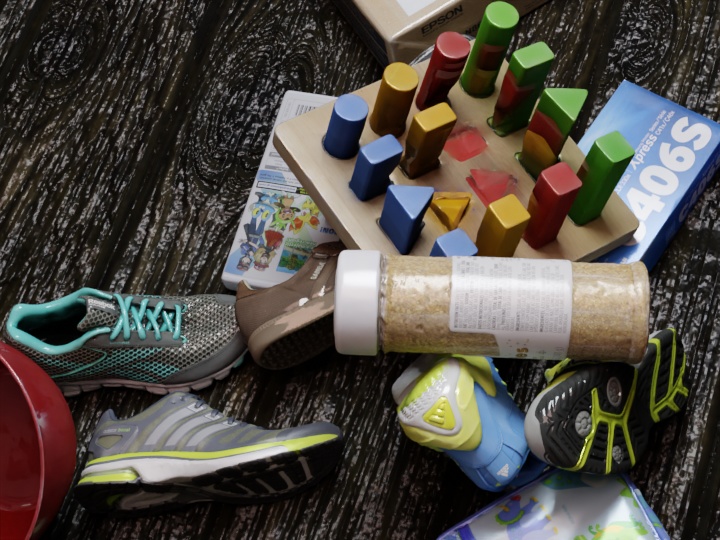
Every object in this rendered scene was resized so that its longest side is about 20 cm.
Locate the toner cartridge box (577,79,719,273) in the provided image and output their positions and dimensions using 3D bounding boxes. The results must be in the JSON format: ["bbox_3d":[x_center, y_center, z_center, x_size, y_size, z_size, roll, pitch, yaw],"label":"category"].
[{"bbox_3d":[0.190,-0.044,1.178,0.095,0.043,0.200,28,71,24],"label":"toner cartridge box"}]

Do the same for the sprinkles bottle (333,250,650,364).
[{"bbox_3d":[0.083,0.024,0.998,0.200,0.068,0.068,2,62,2],"label":"sprinkles bottle"}]

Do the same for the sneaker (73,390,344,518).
[{"bbox_3d":[-0.111,0.125,1.132,0.200,0.074,0.081,-6,58,6],"label":"sneaker"}]

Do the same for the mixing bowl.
[{"bbox_3d":[-0.281,0.130,1.119,0.200,0.108,0.201,1,92,24],"label":"mixing bowl"}]

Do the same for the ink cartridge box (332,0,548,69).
[{"bbox_3d":[0.071,-0.274,1.307,0.200,0.075,0.165,-32,62,-6],"label":"ink cartridge box"}]

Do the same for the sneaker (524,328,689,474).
[{"bbox_3d":[0.157,0.092,1.053,0.076,0.200,0.076,-7,95,34],"label":"sneaker"}]

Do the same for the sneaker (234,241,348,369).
[{"bbox_3d":[0.000,0.000,1.149,0.200,0.070,0.076,-23,57,-8],"label":"sneaker"}]

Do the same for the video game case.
[{"bbox_3d":[0.009,-0.051,1.230,0.200,0.022,0.183,10,65,15],"label":"video game case"}]

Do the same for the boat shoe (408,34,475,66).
[{"bbox_3d":[0.035,-0.121,1.211,0.074,0.066,0.199,34,72,26],"label":"boat shoe"}]

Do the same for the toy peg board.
[{"bbox_3d":[0.076,-0.085,1.096,0.199,0.098,0.200,-26,66,-25],"label":"toy peg board"}]

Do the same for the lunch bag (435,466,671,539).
[{"bbox_3d":[0.145,0.236,1.018,0.161,0.082,0.200,-26,60,-1],"label":"lunch bag"}]

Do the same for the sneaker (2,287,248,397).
[{"bbox_3d":[-0.178,0.049,1.172,0.200,0.091,0.078,-10,62,5],"label":"sneaker"}]

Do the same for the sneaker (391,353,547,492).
[{"bbox_3d":[0.078,0.103,1.070,0.076,0.200,0.105,-44,92,13],"label":"sneaker"}]
